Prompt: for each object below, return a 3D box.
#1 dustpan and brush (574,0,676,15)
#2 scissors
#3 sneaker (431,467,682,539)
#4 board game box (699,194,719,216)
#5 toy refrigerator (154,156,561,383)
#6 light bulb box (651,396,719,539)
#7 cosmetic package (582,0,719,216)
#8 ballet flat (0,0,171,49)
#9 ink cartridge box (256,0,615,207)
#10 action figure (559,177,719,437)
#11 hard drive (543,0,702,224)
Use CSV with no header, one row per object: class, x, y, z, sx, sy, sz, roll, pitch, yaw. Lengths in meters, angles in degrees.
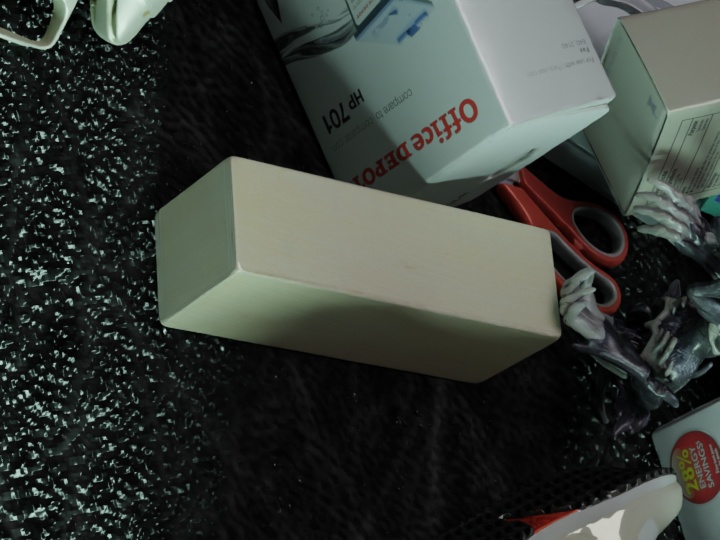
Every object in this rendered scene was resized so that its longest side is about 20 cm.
dustpan and brush,0.113,-0.173,1.370,0.200,0.057,0.140,34,52,-6
scissors,0.080,-0.052,1.340,0.200,0.014,0.073,41,51,-17
sneaker,0.100,0.166,1.225,0.200,0.070,0.094,-22,103,-46
board game box,0.298,-0.092,1.451,0.152,0.045,0.200,24,52,-7
toy refrigerator,0.000,0.000,1.212,0.200,0.076,0.070,11,62,-33
light bulb box,0.299,0.153,1.333,0.200,0.125,0.199,-3,70,-40
cosmetic package,0.235,-0.105,1.340,0.200,0.104,0.073,-12,60,-18
ballet flat,-0.149,-0.148,1.185,0.200,0.068,0.076,-3,98,-33
ink cartridge box,0.027,-0.143,1.255,0.086,0.146,0.200,-15,78,-39
action figure,0.166,0.010,1.254,0.102,0.200,0.119,41,50,-8
hard drive,0.164,-0.132,1.437,0.132,0.027,0.200,31,53,-22
